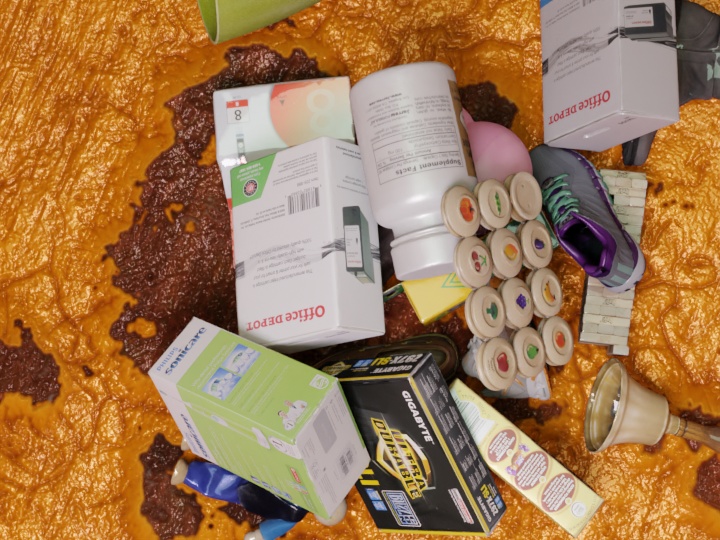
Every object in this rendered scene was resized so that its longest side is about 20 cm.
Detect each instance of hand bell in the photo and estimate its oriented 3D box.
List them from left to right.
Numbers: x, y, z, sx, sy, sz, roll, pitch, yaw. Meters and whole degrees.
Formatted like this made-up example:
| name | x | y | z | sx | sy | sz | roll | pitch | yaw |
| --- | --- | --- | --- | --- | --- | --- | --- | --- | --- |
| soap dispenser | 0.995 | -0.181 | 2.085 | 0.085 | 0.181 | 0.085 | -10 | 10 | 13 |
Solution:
| name | x | y | z | sx | sy | sz | roll | pitch | yaw |
| --- | --- | --- | --- | --- | --- | --- | --- | --- | --- |
| hand bell | 0.354 | 0.173 | 1.427 | 0.197 | 0.104 | 0.106 | 16 | 87 | -6 |

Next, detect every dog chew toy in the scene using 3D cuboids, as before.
| name | x | y | z | sx | sy | sz | roll | pitch | yaw |
| --- | --- | --- | --- | --- | --- | --- | --- | --- | --- |
| dog chew toy | 0.090 | -0.129 | 1.442 | 0.199 | 0.125 | 0.125 | 36 | 89 | 13 |

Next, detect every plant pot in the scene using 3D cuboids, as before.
| name | x | y | z | sx | sy | sz | roll | pitch | yaw |
| --- | --- | --- | --- | --- | --- | --- | --- | --- | --- |
| plant pot | -0.085 | -0.363 | 1.453 | 0.197 | 0.187 | 0.190 | -13 | 85 | -12 |

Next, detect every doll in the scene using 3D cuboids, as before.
| name | x | y | z | sx | sy | sz | roll | pitch | yaw |
| --- | --- | --- | --- | --- | --- | --- | --- | --- | --- |
| doll | -0.109 | 0.240 | 1.463 | 0.197 | 0.048 | 0.139 | 16 | 88 | 8 |

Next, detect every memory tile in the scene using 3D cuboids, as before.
| name | x | y | z | sx | sy | sz | roll | pitch | yaw |
| --- | --- | --- | --- | --- | --- | --- | --- | --- | --- |
| memory tile | 0.149 | 0.007 | 1.299 | 0.017 | 0.152 | 0.203 | -14 | 89 | 44 |

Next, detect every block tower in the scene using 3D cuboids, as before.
| name | x | y | z | sx | sy | sz | roll | pitch | yaw |
| --- | --- | --- | --- | --- | --- | --- | --- | --- | --- |
| block tower | 0.278 | -0.009 | 1.450 | 0.057 | 0.054 | 0.204 | 6 | 86 | 5 |

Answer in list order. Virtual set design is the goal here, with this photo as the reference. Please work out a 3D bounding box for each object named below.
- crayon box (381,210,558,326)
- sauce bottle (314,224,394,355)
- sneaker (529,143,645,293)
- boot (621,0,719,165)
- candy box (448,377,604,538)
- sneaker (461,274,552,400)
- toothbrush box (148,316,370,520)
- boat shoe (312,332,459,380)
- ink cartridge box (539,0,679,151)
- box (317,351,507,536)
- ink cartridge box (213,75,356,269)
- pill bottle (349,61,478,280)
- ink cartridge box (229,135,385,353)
| name | x | y | z | sx | sy | sz | roll | pitch | yaw |
| --- | --- | --- | --- | --- | --- | --- | --- | --- | --- |
| crayon box | 0.115 | 0.006 | 1.424 | 0.198 | 0.126 | 0.052 | -29 | 84 | 2 |
| sauce bottle | 0.000 | 0.000 | 1.460 | 0.066 | 0.066 | 0.201 | 38 | 92 | 6 |
| sneaker | 0.228 | -0.068 | 1.396 | 0.074 | 0.087 | 0.201 | -46 | 56 | 22 |
| boot | 0.371 | -0.199 | 1.452 | 0.130 | 0.070 | 0.203 | 17 | 92 | 0 |
| candy box | 0.165 | 0.199 | 1.412 | 0.199 | 0.117 | 0.057 | 38 | 89 | 6 |
| sneaker | 0.147 | 0.080 | 1.395 | 0.091 | 0.201 | 0.076 | -11 | 48 | 11 |
| toothbrush box | -0.104 | 0.152 | 1.358 | 0.198 | 0.147 | 0.086 | 18 | 56 | 32 |
| boat shoe | 0.014 | 0.116 | 1.453 | 0.197 | 0.068 | 0.073 | -17 | 85 | 3 |
| ink cartridge box | 0.264 | -0.242 | 1.404 | 0.083 | 0.144 | 0.204 | 5 | 79 | -25 |
| box | 0.045 | 0.185 | 1.377 | 0.049 | 0.158 | 0.202 | -42 | 114 | -39 |
| ink cartridge box | -0.081 | -0.111 | 1.485 | 0.159 | 0.050 | 0.204 | -6 | 83 | 4 |
| pill bottle | 0.060 | -0.098 | 1.331 | 0.112 | 0.114 | 0.203 | -12 | 82 | 3 |
| ink cartridge box | -0.058 | -0.021 | 1.384 | 0.144 | 0.083 | 0.203 | -13 | 75 | 38 |
